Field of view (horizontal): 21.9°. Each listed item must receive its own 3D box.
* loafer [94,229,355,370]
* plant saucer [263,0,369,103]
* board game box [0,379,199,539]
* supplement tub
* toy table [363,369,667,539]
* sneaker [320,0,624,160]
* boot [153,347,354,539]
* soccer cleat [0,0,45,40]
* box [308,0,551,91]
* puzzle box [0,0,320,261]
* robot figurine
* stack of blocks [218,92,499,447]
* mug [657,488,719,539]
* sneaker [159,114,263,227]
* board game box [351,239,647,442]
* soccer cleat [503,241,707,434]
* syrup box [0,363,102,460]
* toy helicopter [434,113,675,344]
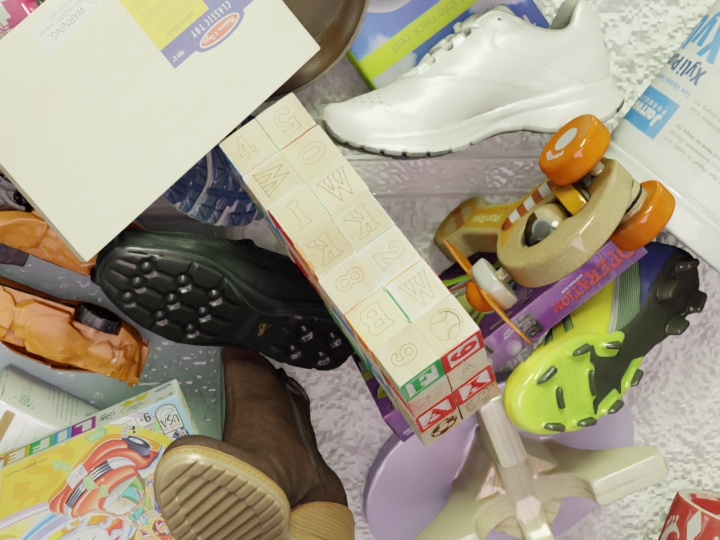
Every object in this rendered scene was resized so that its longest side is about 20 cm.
[{"bbox_3d":[-0.087,0.012,1.207,0.199,0.071,0.068,18,120,-35],"label":"loafer"},{"bbox_3d":[-0.085,-0.202,1.169,0.198,0.032,0.202,7,118,12],"label":"plant saucer"},{"bbox_3d":[-0.183,0.172,1.197,0.199,0.034,0.135,-24,106,-1],"label":"board game box"},{"bbox_3d":[0.260,-0.107,1.218,0.132,0.132,0.200,37,96,-14],"label":"supplement tub"},{"bbox_3d":[0.105,0.152,1.270,0.199,0.117,0.184,-34,106,1],"label":"toy table"},{"bbox_3d":[0.067,-0.120,1.180,0.198,0.074,0.088,-14,101,-15],"label":"sneaker"},{"bbox_3d":[-0.076,0.112,1.181,0.072,0.167,0.200,-31,137,14],"label":"boot"},{"bbox_3d":[-0.251,-0.183,1.174,0.086,0.070,0.200,-36,104,19],"label":"soccer cleat"},{"bbox_3d":[0.033,-0.185,1.213,0.122,0.048,0.200,-37,105,3],"label":"box"},{"bbox_3d":[-0.137,-0.120,1.124,0.200,0.025,0.133,-43,102,-13],"label":"puzzle box"},{"bbox_3d":[-0.223,-0.004,1.219,0.199,0.058,0.146,21,100,-13],"label":"robot figurine"},{"bbox_3d":[0.000,0.000,1.148,0.058,0.115,0.200,-35,66,-5],"label":"stack of blocks"},{"bbox_3d":[0.251,0.267,1.332,0.133,0.177,0.202,20,98,25],"label":"mug"},{"bbox_3d":[-0.139,-0.084,1.204,0.199,0.085,0.078,13,99,-34],"label":"sneaker"},{"bbox_3d":[0.086,0.021,1.233,0.199,0.120,0.032,-38,109,4],"label":"board game box"},{"bbox_3d":[0.149,0.045,1.228,0.200,0.083,0.065,-37,123,-36],"label":"soccer cleat"},{"bbox_3d":[-0.171,0.150,1.252,0.199,0.079,0.082,27,99,-13],"label":"syrup box"},{"bbox_3d":[0.099,-0.020,1.184,0.079,0.200,0.133,42,74,-18],"label":"toy helicopter"}]
